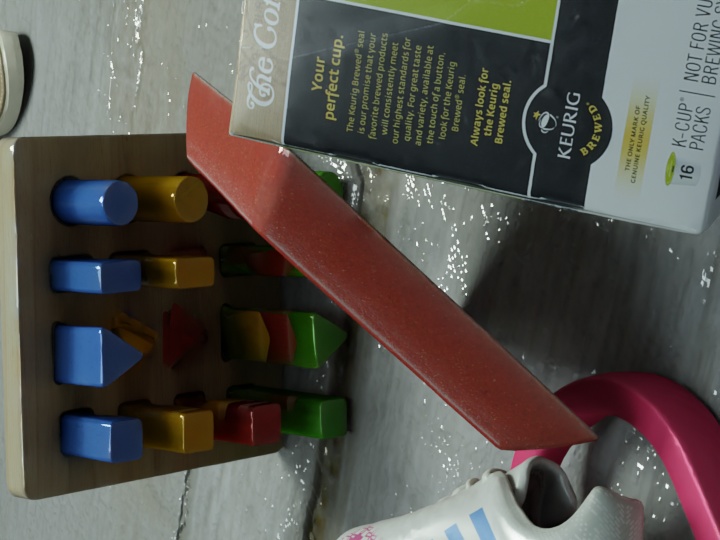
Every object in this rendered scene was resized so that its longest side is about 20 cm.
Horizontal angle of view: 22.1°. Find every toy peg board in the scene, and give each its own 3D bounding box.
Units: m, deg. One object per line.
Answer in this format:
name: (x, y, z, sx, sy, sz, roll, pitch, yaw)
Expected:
toy peg board: (-0.095, 0.021, 1.051, 0.098, 0.199, 0.201, 2, 95, 43)

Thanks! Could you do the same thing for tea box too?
tea box: (0.069, -0.140, 0.723, 0.196, 0.134, 0.201, 14, 108, 15)

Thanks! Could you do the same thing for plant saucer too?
plant saucer: (0.000, 0.000, 0.853, 0.037, 0.200, 0.200, -47, 22, 1)

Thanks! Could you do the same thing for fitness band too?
fitness band: (0.132, 0.143, 0.829, 0.144, 0.037, 0.200, -47, 55, 47)

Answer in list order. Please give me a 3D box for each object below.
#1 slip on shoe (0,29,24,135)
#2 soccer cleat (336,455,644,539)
slip on shoe: (-0.337, -0.142, 1.543, 0.200, 0.060, 0.076, -27, 71, 57)
soccer cleat: (0.060, 0.127, 0.856, 0.200, 0.070, 0.087, 2, 78, 54)
